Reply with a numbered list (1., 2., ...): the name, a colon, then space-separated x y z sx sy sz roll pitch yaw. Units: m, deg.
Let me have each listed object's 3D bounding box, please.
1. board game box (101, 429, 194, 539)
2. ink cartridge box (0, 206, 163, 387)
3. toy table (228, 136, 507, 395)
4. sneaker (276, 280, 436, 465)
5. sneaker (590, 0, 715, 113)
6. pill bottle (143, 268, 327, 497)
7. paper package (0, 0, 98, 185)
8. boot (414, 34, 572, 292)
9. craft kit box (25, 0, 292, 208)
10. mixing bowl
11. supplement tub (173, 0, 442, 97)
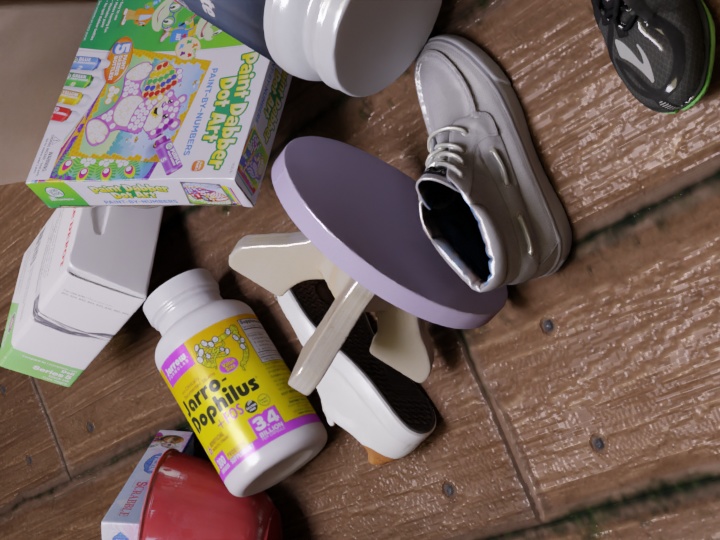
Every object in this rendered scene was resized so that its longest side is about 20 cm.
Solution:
1. board game box: -0.203 0.291 1.200 0.041 0.200 0.200 3 108 6
2. ink cartridge box: -0.278 0.004 1.207 0.200 0.084 0.146 -41 35 45
3. toy table: 0.000 0.000 0.930 0.200 0.184 0.117 40 126 0
4. sneaker: -0.025 0.081 1.038 0.200 0.073 0.085 55 130 16
5. sneaker: 0.159 -0.189 0.770 0.077 0.084 0.201 -28 82 46
6. pill bottle: -0.122 0.099 1.117 0.200 0.104 0.104 56 133 17
7. paper package: -0.321 -0.191 1.166 0.103 0.190 0.201 41 126 28
8. boot: 0.075 -0.081 0.876 0.074 0.095 0.201 -39 74 43
9. craft kit box: -0.155 -0.144 0.997 0.197 0.049 0.201 1 61 21
10. mixing bowl: -0.134 0.271 1.144 0.108 0.200 0.201 1 106 7
11. supplement tub: -0.052 -0.228 0.899 0.200 0.140 0.141 34 124 26
